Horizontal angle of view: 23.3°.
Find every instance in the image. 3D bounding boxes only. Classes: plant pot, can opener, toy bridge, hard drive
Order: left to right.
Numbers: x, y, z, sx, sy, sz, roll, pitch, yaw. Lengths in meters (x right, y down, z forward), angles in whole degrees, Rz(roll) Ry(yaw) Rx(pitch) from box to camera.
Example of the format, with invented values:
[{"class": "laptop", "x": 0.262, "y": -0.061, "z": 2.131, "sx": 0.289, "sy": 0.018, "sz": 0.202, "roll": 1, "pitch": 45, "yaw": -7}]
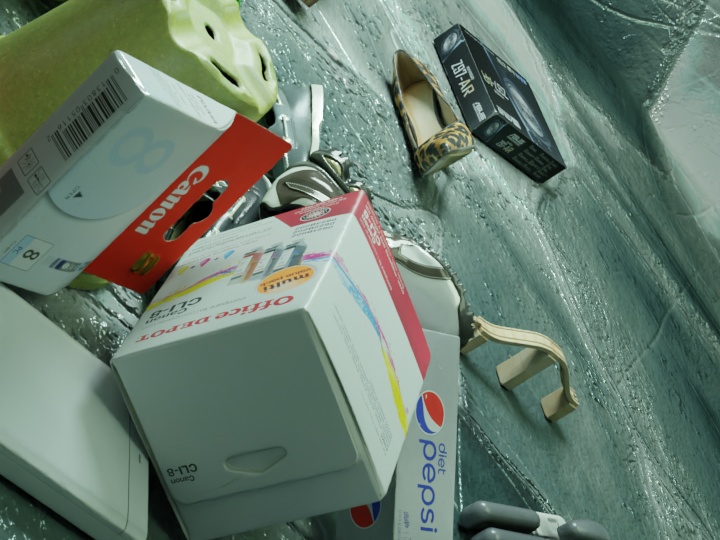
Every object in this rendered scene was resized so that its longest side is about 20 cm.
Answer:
[{"class": "hard drive", "x": -0.206, "y": 0.075, "z": 1.071, "sx": 0.200, "sy": 0.027, "sz": 0.132, "roll": 42, "pitch": 25, "yaw": -33}, {"class": "plant pot", "x": -0.166, "y": -0.119, "z": 1.213, "sx": 0.200, "sy": 0.184, "sz": 0.201, "roll": 46, "pitch": 24, "yaw": -28}, {"class": "toy bridge", "x": 0.174, "y": 0.096, "z": 1.824, "sx": 0.200, "sy": 0.067, "sz": 0.027, "roll": 38, "pitch": 28, "yaw": -43}, {"class": "can opener", "x": 0.160, "y": 0.238, "z": 1.606, "sx": 0.200, "sy": 0.066, "sz": 0.053, "roll": 17, "pitch": 46, "yaw": -53}]

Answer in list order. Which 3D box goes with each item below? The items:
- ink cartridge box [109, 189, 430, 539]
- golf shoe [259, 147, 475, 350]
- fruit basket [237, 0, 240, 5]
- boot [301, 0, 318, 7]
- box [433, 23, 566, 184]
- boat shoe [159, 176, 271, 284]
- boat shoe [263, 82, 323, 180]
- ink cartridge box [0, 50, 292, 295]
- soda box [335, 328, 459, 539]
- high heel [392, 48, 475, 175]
[{"class": "ink cartridge box", "x": -0.054, "y": 0.062, "z": 1.184, "sx": 0.200, "sy": 0.145, "sz": 0.145, "roll": -67, "pitch": 138, "yaw": -63}, {"class": "golf shoe", "x": 0.000, "y": 0.000, "z": 1.367, "sx": 0.200, "sy": 0.078, "sz": 0.094, "roll": 45, "pitch": 47, "yaw": 11}, {"class": "fruit basket", "x": -0.214, "y": -0.255, "z": 1.417, "sx": 0.214, "sy": 0.156, "sz": 0.217, "roll": 7, "pitch": 58, "yaw": -11}, {"class": "boot", "x": -0.080, "y": -0.384, "z": 1.955, "sx": 0.155, "sy": 0.077, "sz": 0.200, "roll": 49, "pitch": 29, "yaw": -11}, {"class": "box", "x": 0.186, "y": -0.221, "z": 2.330, "sx": 0.200, "sy": 0.043, "sz": 0.161, "roll": 30, "pitch": 33, "yaw": -51}, {"class": "boat shoe", "x": -0.115, "y": -0.037, "z": 1.363, "sx": 0.060, "sy": 0.075, "sz": 0.200, "roll": 53, "pitch": 20, "yaw": -26}, {"class": "boat shoe", "x": -0.070, "y": -0.102, "z": 1.604, "sx": 0.061, "sy": 0.073, "sz": 0.201, "roll": 8, "pitch": 43, "yaw": -4}, {"class": "ink cartridge box", "x": -0.142, "y": -0.044, "z": 1.130, "sx": 0.200, "sy": 0.160, "sz": 0.047, "roll": 25, "pitch": 26, "yaw": -55}, {"class": "soda box", "x": 0.028, "y": 0.145, "z": 1.311, "sx": 0.068, "sy": 0.063, "sz": 0.201, "roll": 14, "pitch": 73, "yaw": -44}, {"class": "high heel", "x": 0.069, "y": -0.183, "z": 1.966, "sx": 0.143, "sy": 0.071, "sz": 0.200, "roll": 62, "pitch": 4, "yaw": -4}]
